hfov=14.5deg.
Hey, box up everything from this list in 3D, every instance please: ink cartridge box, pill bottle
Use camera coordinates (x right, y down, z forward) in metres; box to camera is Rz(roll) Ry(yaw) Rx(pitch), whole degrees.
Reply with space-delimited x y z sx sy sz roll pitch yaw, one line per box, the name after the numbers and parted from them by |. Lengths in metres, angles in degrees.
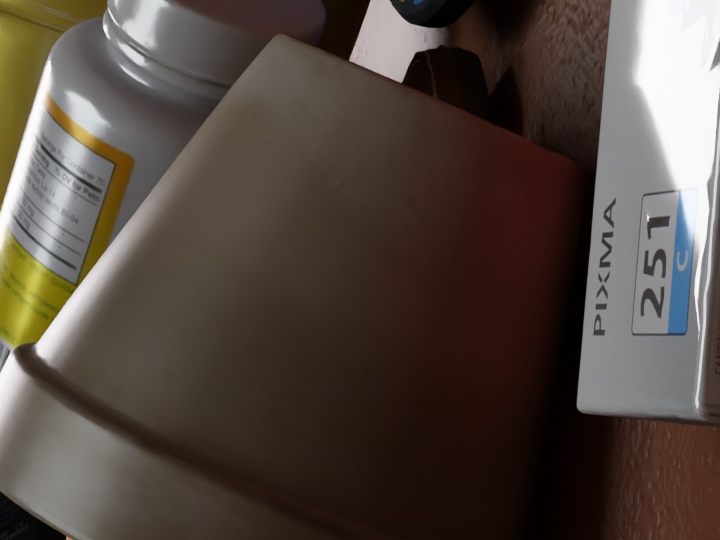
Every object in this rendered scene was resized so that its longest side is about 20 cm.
0.092 -0.055 0.826 0.176 0.045 0.200 173 102 -75 | ink cartridge box
-0.080 -0.021 1.076 0.109 0.109 0.200 -108 34 -58 | pill bottle

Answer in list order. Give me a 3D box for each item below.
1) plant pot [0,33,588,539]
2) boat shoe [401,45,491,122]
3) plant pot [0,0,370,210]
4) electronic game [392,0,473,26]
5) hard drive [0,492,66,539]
-0.009 0.021 0.964 0.174 0.200 0.200 -66 15 3 | plant pot
0.000 0.000 1.112 0.076 0.074 0.200 -100 21 -47 | boat shoe
-0.112 -0.081 1.215 0.201 0.201 0.189 -127 53 -70 | plant pot
0.038 -0.193 1.083 0.200 0.042 0.200 -174 90 -77 | electronic game
-0.193 0.097 1.395 0.140 0.033 0.200 -30 -50 -54 | hard drive
